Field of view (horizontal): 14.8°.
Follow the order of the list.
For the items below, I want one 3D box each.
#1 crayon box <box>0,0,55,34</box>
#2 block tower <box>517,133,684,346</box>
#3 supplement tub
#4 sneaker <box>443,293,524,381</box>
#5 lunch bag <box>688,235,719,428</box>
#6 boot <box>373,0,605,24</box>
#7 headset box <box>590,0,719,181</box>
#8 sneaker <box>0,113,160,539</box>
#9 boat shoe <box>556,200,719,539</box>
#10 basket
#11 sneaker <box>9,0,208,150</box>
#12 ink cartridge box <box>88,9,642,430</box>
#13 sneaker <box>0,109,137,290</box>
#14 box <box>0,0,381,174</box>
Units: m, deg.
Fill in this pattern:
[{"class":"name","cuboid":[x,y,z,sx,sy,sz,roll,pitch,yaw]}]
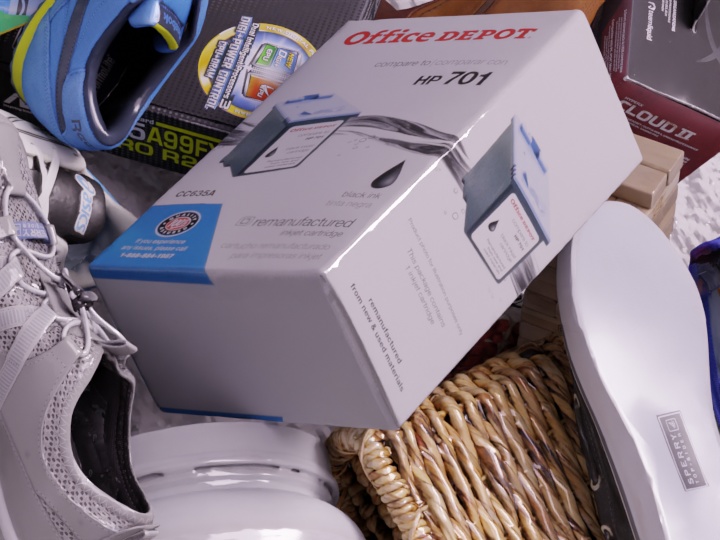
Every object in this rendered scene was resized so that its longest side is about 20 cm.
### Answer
[{"class":"crayon box","cuboid":[-0.162,-0.165,1.275,0.200,0.119,0.058,-25,124,-23]},{"class":"block tower","cuboid":[0.110,0.024,1.333,0.058,0.200,0.054,21,46,21]},{"class":"supplement tub","cuboid":[-0.059,0.179,1.168,0.145,0.145,0.201,5,62,-30]},{"class":"sneaker","cuboid":[0.000,0.000,1.345,0.200,0.078,0.082,15,57,-25]},{"class":"lunch bag","cuboid":[0.271,0.051,1.458,0.170,0.124,0.200,-23,86,-37]},{"class":"boot","cuboid":[0.071,-0.157,1.365,0.068,0.200,0.188,25,15,-26]},{"class":"headset box","cuboid":[0.123,-0.107,1.399,0.075,0.200,0.149,22,56,-22]},{"class":"sneaker","cuboid":[-0.125,0.026,1.124,0.075,0.082,0.201,-9,83,-62]},{"class":"boat shoe","cuboid":[0.120,0.069,1.212,0.068,0.057,0.201,-2,67,-30]},{"class":"basket","cuboid":[0.052,0.154,1.247,0.149,0.143,0.200,-24,82,-43]},{"class":"sneaker","cuboid":[-0.080,-0.143,1.215,0.066,0.078,0.200,26,94,-38]},{"class":"ink cartridge box","cuboid":[0.005,-0.025,1.199,0.200,0.146,0.086,-48,123,-35]},{"class":"sneaker","cuboid":[-0.157,-0.040,1.211,0.200,0.072,0.072,34,60,-64]},{"class":"box","cuboid":[-0.074,-0.138,1.356,0.160,0.044,0.200,16,54,6]}]
